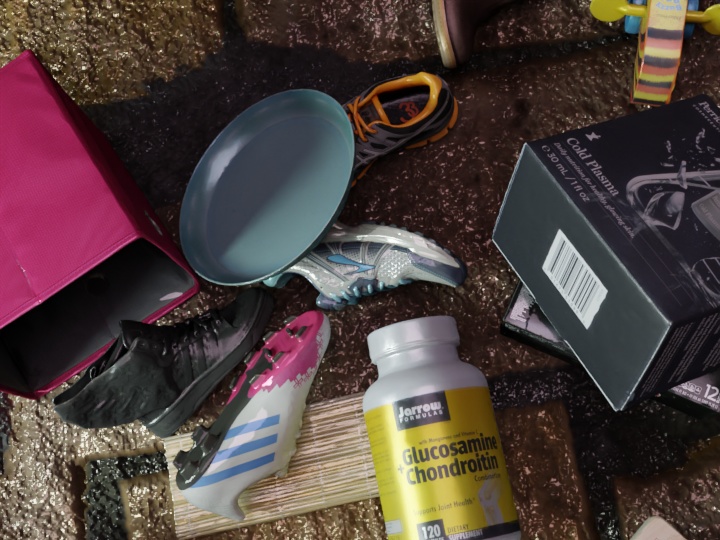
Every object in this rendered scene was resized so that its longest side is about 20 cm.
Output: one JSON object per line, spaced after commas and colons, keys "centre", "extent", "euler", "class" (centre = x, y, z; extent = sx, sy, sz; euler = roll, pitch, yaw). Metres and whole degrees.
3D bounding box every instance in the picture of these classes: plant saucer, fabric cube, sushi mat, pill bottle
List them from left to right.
{"centre": [-0.291, -0.031, 0.902], "extent": [0.199, 0.196, 0.200], "euler": [-33, 74, -3], "class": "fabric cube"}
{"centre": [-0.082, -0.073, 0.927], "extent": [0.199, 0.027, 0.201], "euler": [-19, 54, 28], "class": "plant saucer"}
{"centre": [-0.078, 0.178, 0.927], "extent": [0.199, 0.012, 0.096], "euler": [-13, 75, 1], "class": "sushi mat"}
{"centre": [0.064, 0.146, 0.873], "extent": [0.111, 0.112, 0.201], "euler": [-12, 76, 1], "class": "pill bottle"}

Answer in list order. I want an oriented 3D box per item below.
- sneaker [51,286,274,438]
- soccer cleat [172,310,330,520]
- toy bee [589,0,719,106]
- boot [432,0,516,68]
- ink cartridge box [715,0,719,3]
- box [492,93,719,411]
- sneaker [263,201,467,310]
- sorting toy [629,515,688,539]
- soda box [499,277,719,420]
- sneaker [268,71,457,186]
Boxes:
{"centre": [-0.175, 0.073, 0.915], "extent": [0.104, 0.060, 0.200], "euler": [42, 85, -25], "class": "sneaker"}
{"centre": [-0.080, 0.129, 0.901], "extent": [0.086, 0.070, 0.200], "euler": [41, 84, -22], "class": "soccer cleat"}
{"centre": [0.282, -0.264, 0.959], "extent": [0.130, 0.109, 0.201], "euler": [-13, 76, 3], "class": "toy bee"}
{"centre": [0.156, -0.290, 0.986], "extent": [0.165, 0.072, 0.201], "euler": [2, 70, 13], "class": "boot"}
{"centre": [0.407, -0.332, 0.918], "extent": [0.085, 0.200, 0.148], "euler": [27, 80, 11], "class": "ink cartridge box"}
{"centre": [0.250, -0.021, 0.840], "extent": [0.196, 0.124, 0.200], "euler": [-17, 55, -24], "class": "box"}
{"centre": [0.000, 0.000, 0.941], "extent": [0.199, 0.078, 0.087], "euler": [12, 83, 17], "class": "sneaker"}
{"centre": [0.251, 0.344, 0.833], "extent": [0.199, 0.070, 0.200], "euler": [41, 82, 12], "class": "sorting toy"}
{"centre": [0.227, 0.062, 0.902], "extent": [0.199, 0.071, 0.064], "euler": [24, 80, 10], "class": "soda box"}
{"centre": [-0.002, -0.134, 0.965], "extent": [0.199, 0.077, 0.079], "euler": [-29, 78, -1], "class": "sneaker"}
